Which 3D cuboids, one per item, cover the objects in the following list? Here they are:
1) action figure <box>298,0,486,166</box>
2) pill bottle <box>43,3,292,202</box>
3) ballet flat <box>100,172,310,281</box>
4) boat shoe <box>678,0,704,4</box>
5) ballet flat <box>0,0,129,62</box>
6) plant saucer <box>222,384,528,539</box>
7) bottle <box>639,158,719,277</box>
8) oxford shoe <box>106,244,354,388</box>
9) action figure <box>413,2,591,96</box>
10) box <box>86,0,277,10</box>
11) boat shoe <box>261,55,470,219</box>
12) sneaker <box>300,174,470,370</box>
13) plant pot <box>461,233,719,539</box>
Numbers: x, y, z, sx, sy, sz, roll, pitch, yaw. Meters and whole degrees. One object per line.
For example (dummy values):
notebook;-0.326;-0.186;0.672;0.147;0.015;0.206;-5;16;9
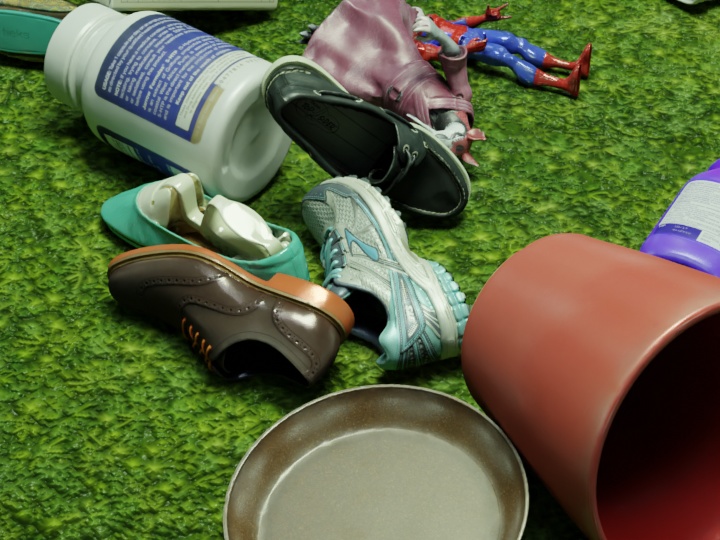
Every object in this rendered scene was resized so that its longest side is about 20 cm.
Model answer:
action figure;0.040;-0.151;1.502;0.200;0.134;0.149;46;11;24
pill bottle;-0.161;-0.147;1.436;0.199;0.120;0.120;27;44;26
ballet flat;-0.120;-0.038;1.345;0.199;0.071;0.067;26;44;26
boat shoe;0.281;-0.330;1.730;0.067;0.074;0.199;-28;49;-37
ballet flat;-0.244;-0.211;1.559;0.198;0.071;0.071;13;40;12
plant saucer;0.010;0.159;1.122;0.198;0.032;0.201;-4;44;4
bottle;0.288;-0.038;1.378;0.083;0.066;0.200;21;42;20
oxford shoe;-0.107;0.034;1.261;0.198;0.071;0.073;11;56;24
action figure;0.112;-0.211;1.596;0.198;0.052;0.066;13;43;16
box;-0.167;-0.291;1.584;0.199;0.096;0.077;-7;25;-45
boat shoe;0.008;-0.093;1.363;0.199;0.075;0.066;39;17;-21
sneaker;0.000;0.000;1.304;0.086;0.078;0.200;-22;45;-24
plant pot;0.172;0.074;1.148;0.199;0.202;0.177;-21;33;-27
